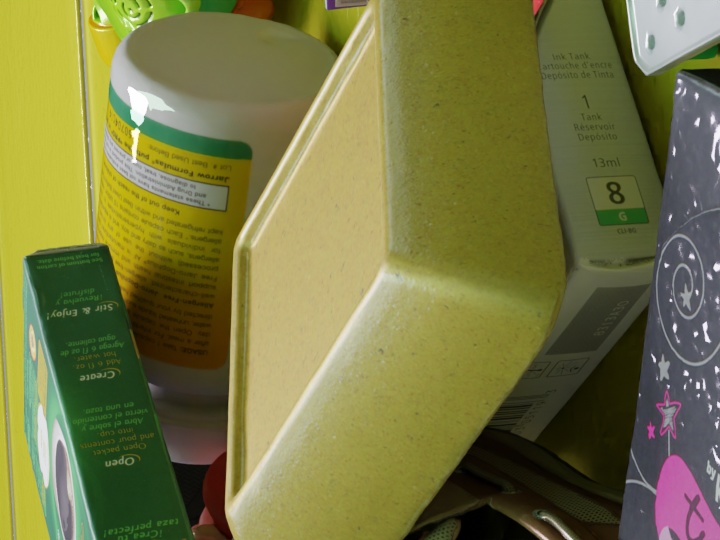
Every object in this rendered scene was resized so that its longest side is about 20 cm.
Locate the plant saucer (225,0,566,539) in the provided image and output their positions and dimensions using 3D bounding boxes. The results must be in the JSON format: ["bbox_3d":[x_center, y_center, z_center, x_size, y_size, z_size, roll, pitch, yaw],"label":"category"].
[{"bbox_3d":[0.000,0.000,0.794,0.201,0.048,0.200,-92,26,-45],"label":"plant saucer"}]

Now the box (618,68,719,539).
[{"bbox_3d":[0.152,0.041,0.481,0.200,0.114,0.133,-135,47,-61],"label":"box"}]

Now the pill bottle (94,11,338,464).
[{"bbox_3d":[-0.072,-0.012,1.073,0.113,0.112,0.201,-123,35,-53],"label":"pill bottle"}]

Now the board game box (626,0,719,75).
[{"bbox_3d":[0.124,-0.178,0.652,0.200,0.026,0.201,154,112,-68],"label":"board game box"}]

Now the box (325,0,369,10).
[{"bbox_3d":[-0.001,-0.191,0.879,0.200,0.039,0.138,103,162,-85],"label":"box"}]

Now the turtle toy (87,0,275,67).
[{"bbox_3d":[-0.104,-0.175,1.149,0.200,0.101,0.146,-122,11,-56],"label":"turtle toy"}]

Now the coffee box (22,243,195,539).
[{"bbox_3d":[-0.111,0.101,0.985,0.123,0.044,0.200,98,158,-43],"label":"coffee box"}]

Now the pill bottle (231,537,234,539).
[{"bbox_3d":[0.016,0.181,0.864,0.200,0.112,0.112,-122,35,-53],"label":"pill bottle"}]

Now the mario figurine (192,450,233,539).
[{"bbox_3d":[-0.065,0.174,1.083,0.200,0.106,0.124,-48,17,32],"label":"mario figurine"}]

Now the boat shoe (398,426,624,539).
[{"bbox_3d":[0.042,0.097,0.772,0.200,0.074,0.076,5,95,52],"label":"boat shoe"}]

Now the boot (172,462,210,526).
[{"bbox_3d":[-0.108,0.049,1.234,0.151,0.073,0.201,155,114,-67],"label":"boot"}]

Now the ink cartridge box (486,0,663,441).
[{"bbox_3d":[0.046,-0.049,0.848,0.161,0.050,0.201,120,140,-55],"label":"ink cartridge box"}]
